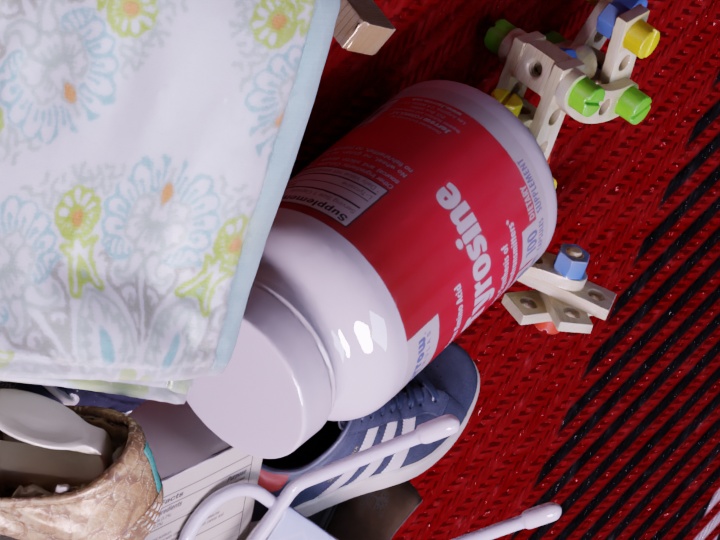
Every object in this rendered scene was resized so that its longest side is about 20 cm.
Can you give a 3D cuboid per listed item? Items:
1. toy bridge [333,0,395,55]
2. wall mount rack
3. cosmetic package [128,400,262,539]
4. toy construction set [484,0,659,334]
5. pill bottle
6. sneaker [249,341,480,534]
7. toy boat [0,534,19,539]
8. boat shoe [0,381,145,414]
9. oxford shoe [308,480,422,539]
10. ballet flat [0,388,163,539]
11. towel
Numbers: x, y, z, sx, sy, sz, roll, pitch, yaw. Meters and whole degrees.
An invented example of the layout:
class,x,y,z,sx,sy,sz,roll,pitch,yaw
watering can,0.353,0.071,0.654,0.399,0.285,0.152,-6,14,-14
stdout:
class,x,y,z,sx,sy,sz,roll,pitch,yaw
toy bridge,-0.067,-0.060,1.039,0.027,0.067,0.200,-1,138,-53
wall mount rack,0.003,0.152,1.160,0.174,0.074,0.200,-54,140,-4
cosmetic package,-0.118,0.158,1.160,0.103,0.073,0.201,-22,134,-43
toy construction set,0.096,-0.056,1.254,0.131,0.092,0.202,-23,127,-48
pill bottle,0.000,0.000,1.119,0.200,0.112,0.113,-41,146,-38
sneaker,-0.006,0.072,1.228,0.199,0.075,0.085,-28,148,-37
toy boat,-0.176,0.172,1.009,0.130,0.131,0.200,-37,105,10
boat shoe,-0.140,0.012,0.977,0.092,0.075,0.200,-26,152,4
oxford shoe,-0.023,0.195,1.258,0.201,0.084,0.073,-64,-177,-13
ballet flat,-0.176,0.068,0.926,0.198,0.071,0.066,5,133,-8
towel,-0.101,-0.048,0.905,0.170,0.048,0.202,8,102,-44
